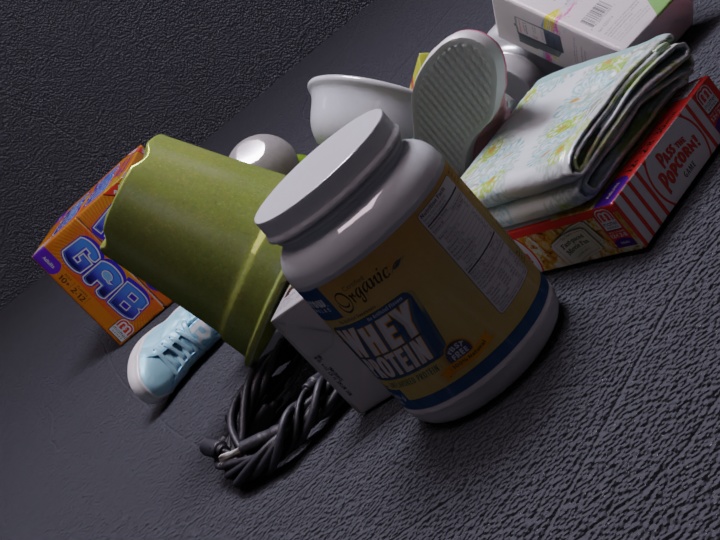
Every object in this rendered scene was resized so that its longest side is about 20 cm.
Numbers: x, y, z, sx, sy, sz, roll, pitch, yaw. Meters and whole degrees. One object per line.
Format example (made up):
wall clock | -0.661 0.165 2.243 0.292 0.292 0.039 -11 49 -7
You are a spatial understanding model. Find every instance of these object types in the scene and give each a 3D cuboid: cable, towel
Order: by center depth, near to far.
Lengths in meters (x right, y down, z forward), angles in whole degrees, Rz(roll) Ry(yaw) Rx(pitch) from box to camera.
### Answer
towel | 0.158 -0.107 1.055 0.171 0.048 0.200 -48 15 -25
cable | -0.061 0.107 1.192 0.200 0.051 0.163 -45 15 -13

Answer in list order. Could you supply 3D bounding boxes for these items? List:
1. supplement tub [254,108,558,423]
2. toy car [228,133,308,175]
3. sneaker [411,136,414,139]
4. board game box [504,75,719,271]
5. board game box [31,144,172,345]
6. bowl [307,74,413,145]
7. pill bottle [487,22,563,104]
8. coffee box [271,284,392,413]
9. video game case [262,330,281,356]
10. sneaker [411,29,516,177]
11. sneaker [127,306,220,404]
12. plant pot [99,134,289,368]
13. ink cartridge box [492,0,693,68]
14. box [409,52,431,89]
supplement tub | 0.033 -0.003 0.963 0.145 0.200 0.145 -39 15 12
toy car | -0.095 -0.034 1.436 0.200 0.175 0.150 -45 49 -13
sneaker | 0.091 -0.091 1.265 0.200 0.074 0.088 -21 30 16
board game box | 0.186 -0.067 1.055 0.152 0.046 0.200 -50 16 -27
board game box | -0.371 -0.044 2.127 0.200 0.200 0.200 -40 15 13
bowl | 0.026 -0.143 1.482 0.201 0.201 0.091 2 75 69
pill bottle | 0.194 -0.238 1.397 0.111 0.111 0.200 -23 24 52
coffee box | 0.011 0.014 1.145 0.080 0.114 0.200 -35 17 28
video game case | -0.038 0.006 1.478 0.200 0.024 0.182 -38 15 20
sneaker | 0.097 -0.152 1.157 0.105 0.075 0.200 -54 -16 -35
sneaker | -0.218 0.082 1.626 0.082 0.074 0.200 -35 17 36
plant pot | -0.142 -0.035 1.276 0.201 0.184 0.200 -64 -2 -4
ink cartridge box | 0.211 -0.266 1.293 0.200 0.067 0.117 33 69 30
box | 0.096 -0.204 1.510 0.075 0.050 0.200 -6 -5 -1
